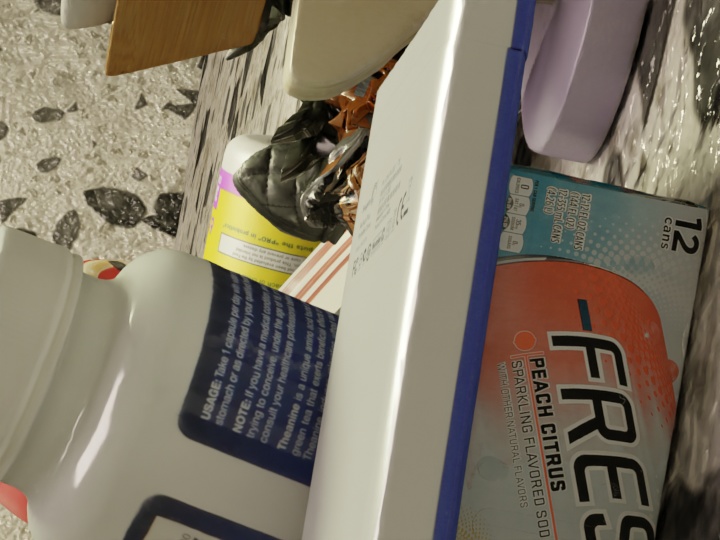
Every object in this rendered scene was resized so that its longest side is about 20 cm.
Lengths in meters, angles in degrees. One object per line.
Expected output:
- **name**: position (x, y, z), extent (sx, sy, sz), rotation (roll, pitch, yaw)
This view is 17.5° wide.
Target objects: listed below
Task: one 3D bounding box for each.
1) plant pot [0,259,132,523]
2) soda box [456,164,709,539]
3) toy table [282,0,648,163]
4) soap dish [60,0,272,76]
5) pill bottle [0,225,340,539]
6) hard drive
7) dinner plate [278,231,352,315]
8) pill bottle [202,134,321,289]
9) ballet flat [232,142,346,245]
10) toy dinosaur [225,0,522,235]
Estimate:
- **plant pot**: position (-0.180, 0.100, 1.828), extent (0.201, 0.199, 0.183), rotation (-103, 33, -72)
- **soda box**: position (0.047, 0.074, 0.673), extent (0.068, 0.063, 0.201), rotation (163, 117, -81)
- **toy table**: position (0.040, -0.144, 0.836), extent (0.184, 0.116, 0.201), rotation (114, 164, -60)
- **soap dish**: position (-0.056, -0.182, 0.848), extent (0.200, 0.081, 0.158), rotation (115, 163, -65)
- **pill bottle**: position (-0.042, 0.060, 0.774), extent (0.111, 0.199, 0.111), rotation (-59, 16, 29)
- **hard drive**: position (0.011, 0.031, 0.666), extent (0.132, 0.025, 0.201), rotation (133, 148, -75)
- **dinner plate**: position (0.000, 0.000, 0.998), extent (0.200, 0.024, 0.200), rotation (-47, 8, 8)
- **pill bottle**: position (-0.036, 0.039, 1.176), extent (0.104, 0.104, 0.201), rotation (-124, 45, -79)
- **ballet flat**: position (0.013, -0.101, 1.049), extent (0.201, 0.057, 0.066), rotation (-59, 2, -23)
- **toy dinosaur**: position (0.024, -0.083, 0.947), extent (0.200, 0.135, 0.103), rotation (-35, -61, -50)
